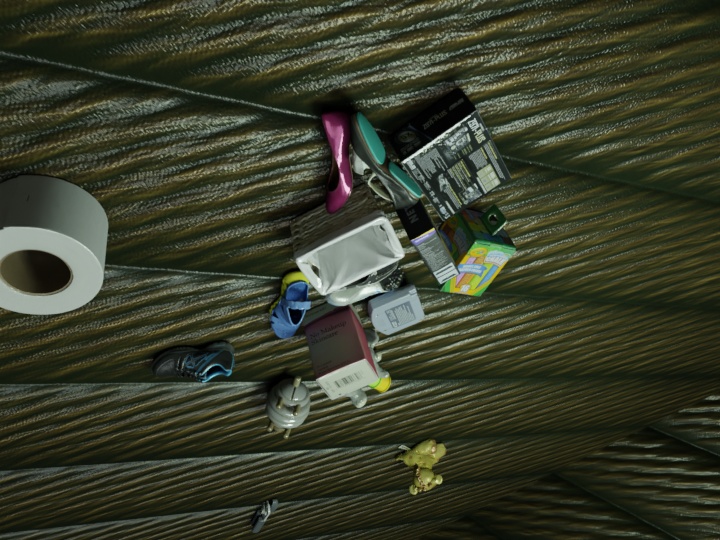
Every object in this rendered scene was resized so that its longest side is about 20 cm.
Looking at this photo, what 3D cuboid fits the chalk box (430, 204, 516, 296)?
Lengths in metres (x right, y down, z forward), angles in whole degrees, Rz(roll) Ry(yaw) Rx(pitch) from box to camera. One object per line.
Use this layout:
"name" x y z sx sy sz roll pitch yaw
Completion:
"chalk box" 0.254 -0.057 1.226 0.123 0.125 0.200 8 130 -27

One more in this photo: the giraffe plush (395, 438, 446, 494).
"giraffe plush" 0.238 0.739 2.013 0.199 0.163 0.173 15 128 -33

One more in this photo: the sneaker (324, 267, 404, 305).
"sneaker" 0.009 0.032 1.277 0.199 0.072 0.072 -15 180 -18

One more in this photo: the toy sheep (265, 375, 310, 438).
"toy sheep" -0.199 0.368 1.489 0.137 0.138 0.200 11 124 -29

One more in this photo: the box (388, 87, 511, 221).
"box" 0.177 -0.219 1.055 0.163 0.086 0.200 -33 137 14

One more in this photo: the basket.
"basket" -0.032 -0.065 1.108 0.199 0.124 0.136 -25 138 7

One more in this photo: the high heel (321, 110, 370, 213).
"high heel" -0.057 -0.198 1.005 0.096 0.067 0.201 4 120 -29

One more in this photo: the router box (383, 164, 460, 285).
"router box" 0.119 -0.092 1.081 0.052 0.201 0.157 -29 138 10

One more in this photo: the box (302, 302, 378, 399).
"box" -0.052 0.182 1.299 0.127 0.200 0.109 -24 138 4

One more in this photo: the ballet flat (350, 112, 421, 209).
"ballet flat" 0.029 -0.184 0.966 0.068 0.068 0.200 -29 114 28

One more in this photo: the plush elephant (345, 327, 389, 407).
"plush elephant" 0.002 0.243 1.405 0.200 0.165 0.155 41 151 -25

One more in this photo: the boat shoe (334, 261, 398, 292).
"boat shoe" 0.000 0.000 1.206 0.199 0.074 0.060 -14 180 -16

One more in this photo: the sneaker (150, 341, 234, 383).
"sneaker" -0.404 0.229 1.302 0.199 0.082 0.073 -12 139 -7

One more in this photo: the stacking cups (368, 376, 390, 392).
"stacking cups" 0.005 0.293 1.538 0.060 0.061 0.200 -39 135 20

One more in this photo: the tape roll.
"tape roll" -0.546 -0.041 0.926 0.202 0.140 0.203 -10 136 -10

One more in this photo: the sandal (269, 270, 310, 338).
"sandal" -0.162 0.097 1.255 0.079 0.087 0.200 -2 137 -22

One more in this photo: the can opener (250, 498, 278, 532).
"can opener" -0.371 0.947 2.080 0.066 0.053 0.200 9 130 -29

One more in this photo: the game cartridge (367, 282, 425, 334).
"game cartridge" 0.089 0.102 1.361 0.133 0.042 0.200 -19 153 4
